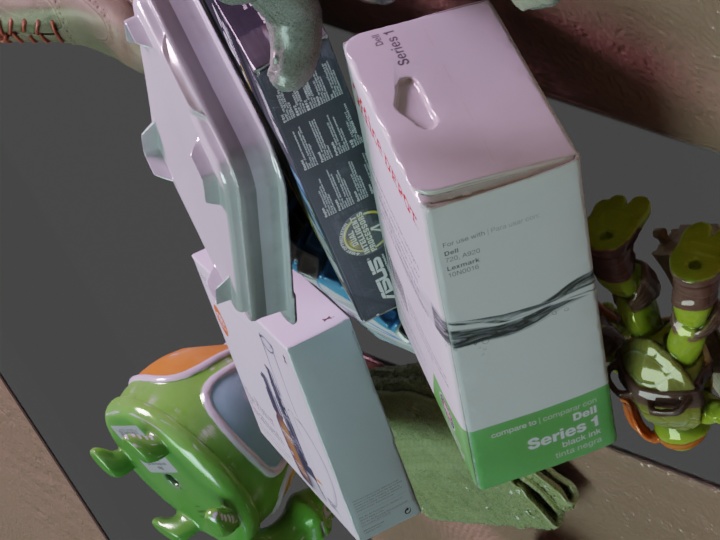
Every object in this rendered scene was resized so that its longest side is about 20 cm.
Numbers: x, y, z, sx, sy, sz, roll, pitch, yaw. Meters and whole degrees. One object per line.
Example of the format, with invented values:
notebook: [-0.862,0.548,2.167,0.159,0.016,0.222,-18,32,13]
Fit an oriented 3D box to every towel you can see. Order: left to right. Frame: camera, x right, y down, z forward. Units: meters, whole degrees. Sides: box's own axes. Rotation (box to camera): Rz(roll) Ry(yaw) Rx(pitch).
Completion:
towel: [0.059,0.119,1.612,0.148,0.036,0.200,48,156,-15]

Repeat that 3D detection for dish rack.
dish rack: [-0.090,-0.067,1.341,0.200,0.043,0.172,90,156,-61]

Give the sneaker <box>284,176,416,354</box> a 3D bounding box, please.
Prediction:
sneaker: [0.000,0.000,1.455,0.200,0.075,0.087,41,167,8]

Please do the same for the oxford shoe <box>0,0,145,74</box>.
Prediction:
oxford shoe: [-0.198,-0.161,1.478,0.200,0.075,0.071,28,153,29]

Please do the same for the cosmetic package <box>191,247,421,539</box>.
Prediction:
cosmetic package: [-0.039,0.072,1.553,0.200,0.052,0.151,39,150,62]

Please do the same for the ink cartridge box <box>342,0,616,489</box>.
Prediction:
ink cartridge box: [0.062,-0.014,1.186,0.146,0.084,0.200,-114,9,-47]

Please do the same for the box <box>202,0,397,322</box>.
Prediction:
box: [-0.033,-0.092,1.289,0.161,0.049,0.200,58,174,45]

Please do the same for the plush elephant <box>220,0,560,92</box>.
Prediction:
plush elephant: [-0.023,-0.162,1.087,0.165,0.155,0.200,16,147,46]

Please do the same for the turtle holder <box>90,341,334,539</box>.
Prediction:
turtle holder: [-0.099,0.138,1.776,0.185,0.132,0.141,37,156,10]

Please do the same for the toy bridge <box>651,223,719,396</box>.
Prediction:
toy bridge: [0.213,0.052,1.252,0.200,0.027,0.067,52,156,-19]

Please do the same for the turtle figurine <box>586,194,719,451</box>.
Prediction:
turtle figurine: [0.152,0.039,1.204,0.200,0.064,0.161,36,153,42]
